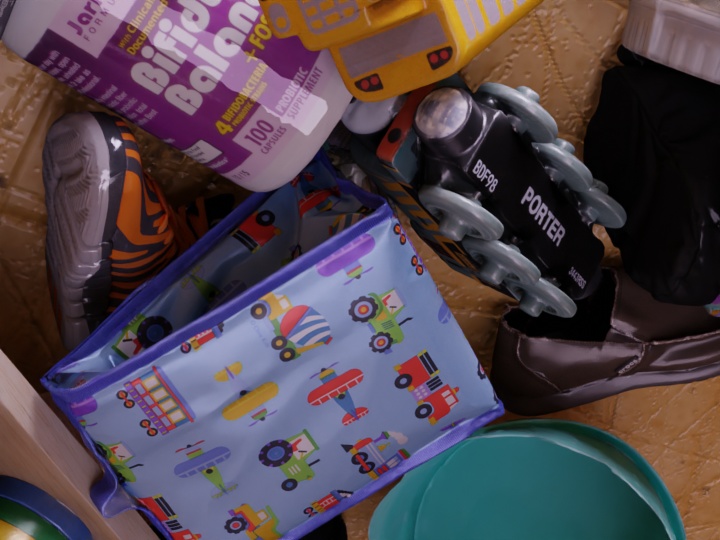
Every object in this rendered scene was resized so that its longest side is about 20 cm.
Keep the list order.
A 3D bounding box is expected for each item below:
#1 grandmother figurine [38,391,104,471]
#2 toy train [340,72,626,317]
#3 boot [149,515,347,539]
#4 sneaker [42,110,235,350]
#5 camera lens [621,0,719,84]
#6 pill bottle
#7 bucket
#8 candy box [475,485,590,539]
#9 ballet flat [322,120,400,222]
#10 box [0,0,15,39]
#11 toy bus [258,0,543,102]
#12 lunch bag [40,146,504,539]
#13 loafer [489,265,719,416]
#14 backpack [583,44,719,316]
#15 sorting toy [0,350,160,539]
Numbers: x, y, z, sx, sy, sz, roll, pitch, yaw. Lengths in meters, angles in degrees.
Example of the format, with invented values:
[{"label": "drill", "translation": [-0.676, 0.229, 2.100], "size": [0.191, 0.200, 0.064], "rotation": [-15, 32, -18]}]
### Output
[{"label": "grandmother figurine", "translation": [-0.116, 0.084, 0.822], "size": [0.198, 0.061, 0.122], "rotation": [-9, 114, -13]}, {"label": "toy train", "translation": [0.062, -0.043, 0.725], "size": [0.086, 0.114, 0.200], "rotation": [-60, 143, -7]}, {"label": "boot", "translation": [-0.107, 0.191, 0.880], "size": [0.167, 0.077, 0.200], "rotation": [0, 171, 16]}, {"label": "sneaker", "translation": [-0.106, -0.027, 0.719], "size": [0.111, 0.078, 0.200], "rotation": [-11, 160, -18]}, {"label": "camera lens", "translation": [0.225, -0.185, 0.655], "size": [0.159, 0.160, 0.201], "rotation": [10, 107, -22]}, {"label": "pill bottle", "translation": [-0.101, -0.130, 0.641], "size": [0.199, 0.113, 0.113], "rotation": [29, 112, -22]}, {"label": "bucket", "translation": [0.105, 0.188, 0.833], "size": [0.205, 0.135, 0.209], "rotation": [1, 95, 14]}, {"label": "candy box", "translation": [0.108, 0.266, 0.947], "size": [0.200, 0.072, 0.168], "rotation": [-40, 87, 12]}, {"label": "ballet flat", "translation": [0.000, 0.000, 0.790], "size": [0.072, 0.072, 0.201], "rotation": [-21, 126, -1]}, {"label": "box", "translation": [-0.208, -0.113, 0.575], "size": [0.109, 0.035, 0.201], "rotation": [27, 116, -5]}, {"label": "toy bus", "translation": [0.029, -0.135, 0.629], "size": [0.065, 0.200, 0.079], "rotation": [-15, 106, 30]}, {"label": "lunch bag", "translation": [-0.050, 0.063, 0.693], "size": [0.199, 0.094, 0.151], "rotation": [-37, 125, -8]}, {"label": "loafer", "translation": [0.175, 0.032, 0.858], "size": [0.199, 0.073, 0.071], "rotation": [-19, 126, -3]}, {"label": "backpack", "translation": [0.240, -0.044, 0.790], "size": [0.198, 0.168, 0.127], "rotation": [2, 140, -21]}, {"label": "sorting toy", "translation": [-0.236, 0.108, 0.720], "size": [0.198, 0.070, 0.201], "rotation": [-2, 133, 37]}]
